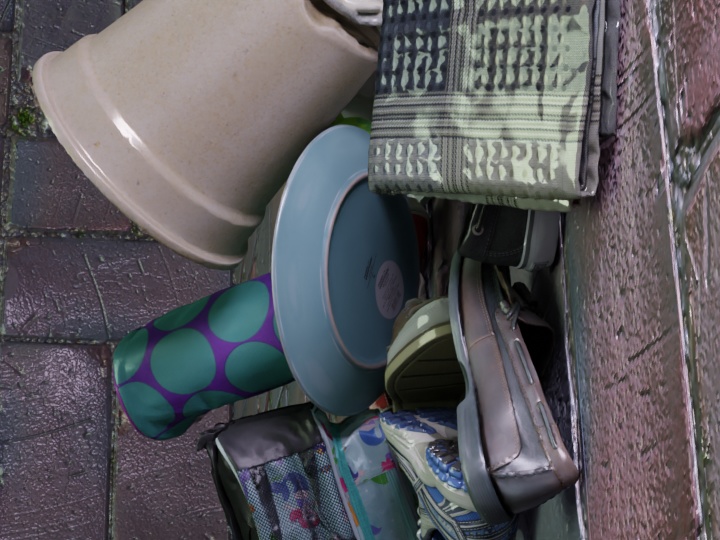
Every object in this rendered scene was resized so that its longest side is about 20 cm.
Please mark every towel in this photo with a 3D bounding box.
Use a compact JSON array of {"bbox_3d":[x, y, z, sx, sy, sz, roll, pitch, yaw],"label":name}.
[{"bbox_3d":[0.077,-0.132,1.160,0.200,0.034,0.193,7,92,55],"label":"towel"}]

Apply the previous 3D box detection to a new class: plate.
[{"bbox_3d":[0.000,0.000,1.426,0.200,0.026,0.201,1,-92,-61],"label":"plate"}]

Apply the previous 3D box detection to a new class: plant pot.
[{"bbox_3d":[-0.091,-0.135,1.435,0.183,0.200,0.201,-43,25,17],"label":"plant pot"}]

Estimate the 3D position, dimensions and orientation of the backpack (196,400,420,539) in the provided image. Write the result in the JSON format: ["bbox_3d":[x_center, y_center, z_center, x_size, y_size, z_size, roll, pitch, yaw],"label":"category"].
[{"bbox_3d":[-0.022,0.195,1.499,0.178,0.150,0.200,77,180,-89],"label":"backpack"}]

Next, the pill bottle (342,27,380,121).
[{"bbox_3d":[0.003,-0.160,1.647,0.200,0.112,0.113,159,113,-82],"label":"pill bottle"}]

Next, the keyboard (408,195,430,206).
[{"bbox_3d":[0.004,-0.030,1.706,0.200,0.011,0.056,-46,39,42],"label":"keyboard"}]

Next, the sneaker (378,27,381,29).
[{"bbox_3d":[0.050,-0.161,1.495,0.090,0.075,0.200,-174,80,-74],"label":"sneaker"}]

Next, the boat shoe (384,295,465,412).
[{"bbox_3d":[0.048,0.051,1.386,0.200,0.075,0.069,106,161,-68],"label":"boat shoe"}]

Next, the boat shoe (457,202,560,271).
[{"bbox_3d":[0.082,-0.100,1.221,0.070,0.066,0.200,179,93,-82],"label":"boat shoe"}]

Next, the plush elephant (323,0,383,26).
[{"bbox_3d":[0.033,-0.248,1.393,0.200,0.155,0.165,-29,7,43],"label":"plush elephant"}]

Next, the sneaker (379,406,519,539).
[{"bbox_3d":[0.056,0.138,1.320,0.200,0.077,0.085,-126,36,-78],"label":"sneaker"}]

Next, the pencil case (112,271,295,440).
[{"bbox_3d":[-0.078,0.055,1.521,0.092,0.200,0.085,54,-155,-35],"label":"pencil case"}]

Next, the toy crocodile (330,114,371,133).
[{"bbox_3d":[-0.037,-0.108,1.531,0.200,0.062,0.068,60,156,24],"label":"toy crocodile"}]

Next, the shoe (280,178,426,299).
[{"bbox_3d":[0.006,0.004,1.562,0.053,0.070,0.200,-41,75,42],"label":"shoe"}]

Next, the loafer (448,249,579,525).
[{"bbox_3d":[0.091,0.059,1.198,0.200,0.063,0.072,-90,-24,-45],"label":"loafer"}]

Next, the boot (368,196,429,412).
[{"bbox_3d":[0.024,0.050,1.641,0.200,0.072,0.144,110,148,-46],"label":"boot"}]
